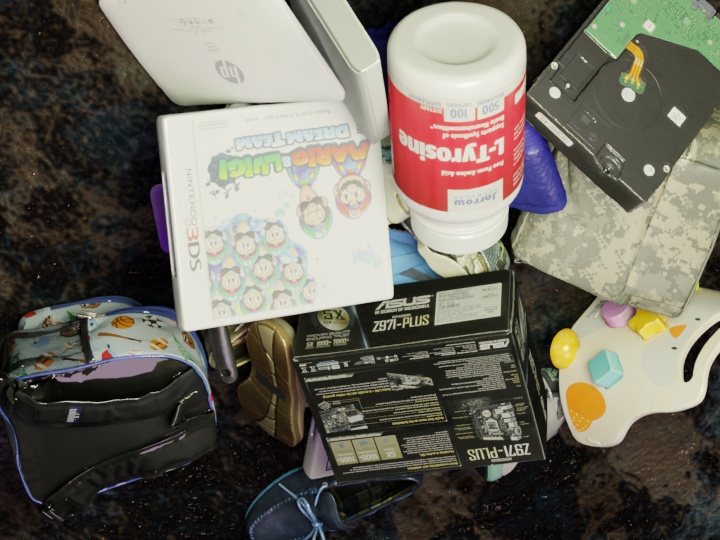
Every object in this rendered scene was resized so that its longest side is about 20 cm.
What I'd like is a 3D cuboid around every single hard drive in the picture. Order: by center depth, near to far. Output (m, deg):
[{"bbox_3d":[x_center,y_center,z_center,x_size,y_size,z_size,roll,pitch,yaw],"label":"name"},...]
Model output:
[{"bbox_3d":[-0.021,-0.187,1.477,0.026,0.132,0.200,-31,168,-2],"label":"hard drive"},{"bbox_3d":[0.238,-0.165,1.572,0.140,0.200,0.038,41,155,-5],"label":"hard drive"}]

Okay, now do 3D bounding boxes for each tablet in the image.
[{"bbox_3d":[-0.116,-0.183,1.512,0.200,0.014,0.130,3,142,41],"label":"tablet"}]

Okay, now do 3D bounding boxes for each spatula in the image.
[{"bbox_3d":[-0.144,0.014,1.680,0.056,0.021,0.200,-7,113,22],"label":"spatula"}]

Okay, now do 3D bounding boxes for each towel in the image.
[{"bbox_3d":[0.093,-0.137,1.613,0.148,0.050,0.200,1,132,33],"label":"towel"}]

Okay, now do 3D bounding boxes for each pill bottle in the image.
[{"bbox_3d":[0.080,-0.113,1.516,0.112,0.112,0.200,-10,135,-6],"label":"pill bottle"}]

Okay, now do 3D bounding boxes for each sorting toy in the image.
[{"bbox_3d":[0.295,0.071,1.739,0.200,0.180,0.107,-48,115,-20],"label":"sorting toy"}]

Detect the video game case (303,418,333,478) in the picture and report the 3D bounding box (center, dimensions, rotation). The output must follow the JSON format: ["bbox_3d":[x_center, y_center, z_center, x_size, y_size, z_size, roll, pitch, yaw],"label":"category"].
[{"bbox_3d":[0.047,0.113,1.804,0.200,0.024,0.182,-10,129,-27],"label":"video game case"}]

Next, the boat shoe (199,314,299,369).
[{"bbox_3d":[-0.056,0.037,1.739,0.200,0.063,0.073,-27,127,7],"label":"boat shoe"}]

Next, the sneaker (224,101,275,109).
[{"bbox_3d":[-0.072,-0.079,1.655,0.200,0.075,0.115,33,126,-32],"label":"sneaker"}]

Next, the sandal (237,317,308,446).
[{"bbox_3d":[-0.071,0.101,1.721,0.054,0.080,0.200,-38,156,-27],"label":"sandal"}]

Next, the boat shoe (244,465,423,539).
[{"bbox_3d":[-0.030,0.234,1.886,0.200,0.069,0.084,-31,127,10],"label":"boat shoe"}]

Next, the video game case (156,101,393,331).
[{"bbox_3d":[-0.070,-0.052,1.566,0.200,0.024,0.182,-9,99,-25],"label":"video game case"}]

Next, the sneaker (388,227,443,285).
[{"bbox_3d":[0.000,0.000,1.663,0.200,0.079,0.066,10,165,-33],"label":"sneaker"}]

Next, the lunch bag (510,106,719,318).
[{"bbox_3d":[0.240,-0.077,1.680,0.168,0.139,0.200,13,119,-9],"label":"lunch bag"}]

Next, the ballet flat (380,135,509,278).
[{"bbox_3d":[0.058,-0.051,1.635,0.074,0.074,0.200,-42,105,17],"label":"ballet flat"}]

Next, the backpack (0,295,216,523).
[{"bbox_3d":[-0.232,0.117,1.701,0.190,0.154,0.200,-7,135,0],"label":"backpack"}]

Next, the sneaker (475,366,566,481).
[{"bbox_3d":[0.161,0.107,1.801,0.140,0.078,0.200,-28,142,-17],"label":"sneaker"}]

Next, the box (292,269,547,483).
[{"bbox_3d":[0.057,0.097,1.653,0.200,0.086,0.164,-8,128,13],"label":"box"}]
